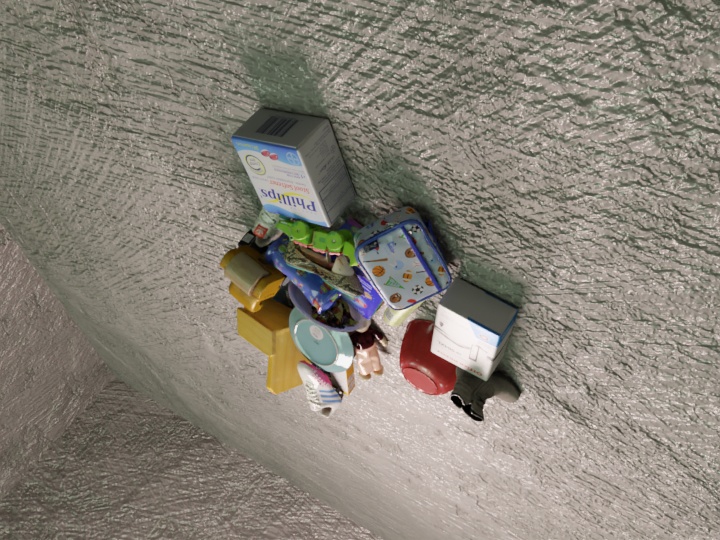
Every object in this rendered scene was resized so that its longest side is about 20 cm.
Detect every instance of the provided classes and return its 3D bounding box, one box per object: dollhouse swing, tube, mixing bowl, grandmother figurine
[{"bbox_3d":[-0.223,0.195,1.927,0.181,0.200,0.176,30,113,28],"label":"dollhouse swing"},{"bbox_3d":[0.107,0.064,1.638,0.058,0.052,0.200,0,152,-18],"label":"tube"},{"bbox_3d":[0.166,0.223,1.729,0.200,0.108,0.200,29,150,19],"label":"mixing bowl"},{"bbox_3d":[0.009,0.190,1.878,0.061,0.121,0.201,43,149,51],"label":"grandmother figurine"}]

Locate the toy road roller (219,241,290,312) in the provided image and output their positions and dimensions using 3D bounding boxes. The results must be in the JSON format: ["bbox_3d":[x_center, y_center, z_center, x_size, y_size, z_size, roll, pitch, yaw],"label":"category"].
[{"bbox_3d":[-0.258,0.029,1.721,0.123,0.200,0.146,38,108,10],"label":"toy road roller"}]

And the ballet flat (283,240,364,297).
[{"bbox_3d":[-0.074,-0.014,1.559,0.199,0.068,0.076,26,117,17],"label":"ballet flat"}]

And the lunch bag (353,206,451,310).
[{"bbox_3d":[0.086,-0.025,1.444,0.160,0.076,0.200,-25,123,14],"label":"lunch bag"}]

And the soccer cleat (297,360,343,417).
[{"bbox_3d":[-0.112,0.311,1.882,0.070,0.086,0.200,15,152,43],"label":"soccer cleat"}]

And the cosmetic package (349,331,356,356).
[{"bbox_3d":[-0.069,0.145,1.891,0.087,0.104,0.200,16,146,33],"label":"cosmetic package"}]

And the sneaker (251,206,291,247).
[{"bbox_3d":[-0.200,-0.118,1.671,0.070,0.093,0.200,36,151,3],"label":"sneaker"}]

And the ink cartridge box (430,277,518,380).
[{"bbox_3d":[0.235,0.128,1.538,0.146,0.084,0.200,27,149,19],"label":"ink cartridge box"}]

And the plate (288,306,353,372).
[{"bbox_3d":[-0.104,0.172,1.786,0.200,0.026,0.201,22,131,28],"label":"plate"}]

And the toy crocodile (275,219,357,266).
[{"bbox_3d":[-0.083,-0.064,1.506,0.199,0.067,0.062,18,103,17],"label":"toy crocodile"}]

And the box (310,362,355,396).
[{"bbox_3d":[-0.075,0.240,1.890,0.119,0.042,0.200,27,147,19],"label":"box"}]

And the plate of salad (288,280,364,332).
[{"bbox_3d":[-0.075,0.067,1.720,0.200,0.200,0.048,35,120,5],"label":"plate of salad"}]

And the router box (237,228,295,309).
[{"bbox_3d":[-0.226,0.000,1.900,0.149,0.062,0.200,23,148,23],"label":"router box"}]

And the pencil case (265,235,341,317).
[{"bbox_3d":[-0.126,0.011,1.646,0.200,0.078,0.087,43,160,16],"label":"pencil case"}]

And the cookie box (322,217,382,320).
[{"bbox_3d":[0.000,0.000,1.628,0.171,0.075,0.200,39,152,5],"label":"cookie box"}]

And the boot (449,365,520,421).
[{"bbox_3d":[0.275,0.285,1.638,0.200,0.131,0.068,35,141,-24],"label":"boot"}]

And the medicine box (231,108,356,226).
[{"bbox_3d":[-0.131,-0.206,1.458,0.182,0.103,0.200,16,144,34],"label":"medicine box"}]
